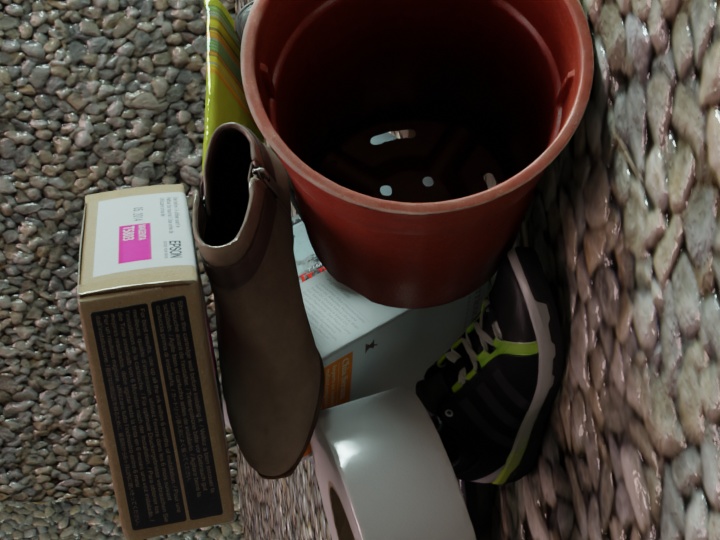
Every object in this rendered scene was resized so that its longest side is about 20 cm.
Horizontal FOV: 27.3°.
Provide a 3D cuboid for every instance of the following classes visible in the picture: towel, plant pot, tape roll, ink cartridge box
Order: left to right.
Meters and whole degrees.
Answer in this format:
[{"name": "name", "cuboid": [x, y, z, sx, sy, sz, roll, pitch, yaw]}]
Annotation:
[{"name": "ink cartridge box", "cuboid": [-0.132, 0.052, 0.960, 0.200, 0.075, 0.166, -112, 15, -68]}, {"name": "towel", "cuboid": [-0.094, -0.096, 1.062, 0.086, 0.018, 0.201, 52, -151, -51]}, {"name": "tape roll", "cuboid": [0.026, 0.183, 0.989, 0.202, 0.070, 0.204, 164, 90, -80]}, {"name": "plant pot", "cuboid": [0.032, -0.081, 0.919, 0.196, 0.199, 0.202, 89, 174, -65]}]

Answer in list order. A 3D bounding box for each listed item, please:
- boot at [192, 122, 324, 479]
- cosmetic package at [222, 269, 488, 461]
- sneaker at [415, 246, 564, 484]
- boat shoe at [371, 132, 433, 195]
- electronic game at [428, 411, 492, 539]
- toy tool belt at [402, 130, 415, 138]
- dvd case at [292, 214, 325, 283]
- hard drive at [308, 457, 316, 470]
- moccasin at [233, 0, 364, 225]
[{"name": "boot", "cuboid": [-0.071, 0.014, 0.930, 0.146, 0.070, 0.201, 71, -169, -63]}, {"name": "cosmetic package", "cuboid": [-0.002, 0.052, 1.084, 0.071, 0.199, 0.102, 39, 143, 32]}, {"name": "sneaker", "cuboid": [0.079, 0.074, 0.966, 0.072, 0.082, 0.201, -105, 15, -50]}, {"name": "boat shoe", "cuboid": [0.004, -0.086, 1.289, 0.200, 0.071, 0.091, 46, 173, 23]}, {"name": "electronic game", "cuboid": [0.068, 0.179, 1.202, 0.200, 0.041, 0.202, 177, 90, -81]}, {"name": "toy tool belt", "cuboid": [0.026, -0.154, 1.099, 0.200, 0.124, 0.124, 101, 171, -59]}, {"name": "dvd case", "cuboid": [0.000, 0.000, 1.269, 0.022, 0.145, 0.201, 56, -167, -38]}, {"name": "hard drive", "cuboid": [-0.020, 0.176, 1.287, 0.201, 0.027, 0.132, 58, 173, -13]}, {"name": "moccasin", "cuboid": [-0.038, -0.101, 1.083, 0.202, 0.073, 0.078, 62, -179, 15]}]
